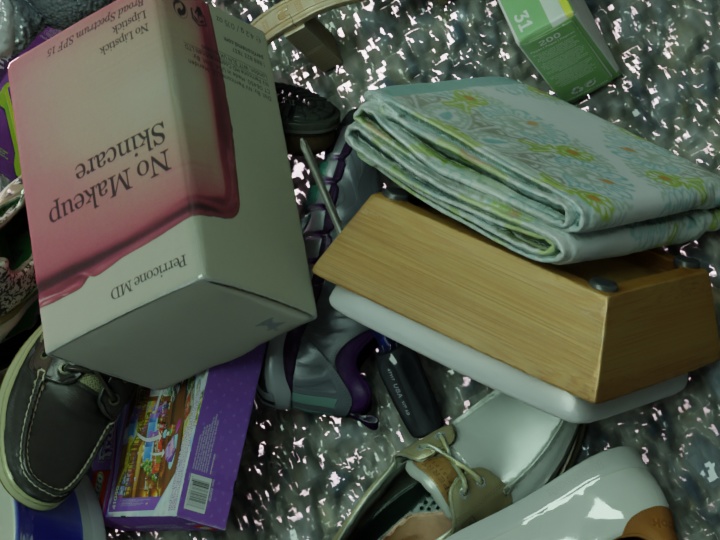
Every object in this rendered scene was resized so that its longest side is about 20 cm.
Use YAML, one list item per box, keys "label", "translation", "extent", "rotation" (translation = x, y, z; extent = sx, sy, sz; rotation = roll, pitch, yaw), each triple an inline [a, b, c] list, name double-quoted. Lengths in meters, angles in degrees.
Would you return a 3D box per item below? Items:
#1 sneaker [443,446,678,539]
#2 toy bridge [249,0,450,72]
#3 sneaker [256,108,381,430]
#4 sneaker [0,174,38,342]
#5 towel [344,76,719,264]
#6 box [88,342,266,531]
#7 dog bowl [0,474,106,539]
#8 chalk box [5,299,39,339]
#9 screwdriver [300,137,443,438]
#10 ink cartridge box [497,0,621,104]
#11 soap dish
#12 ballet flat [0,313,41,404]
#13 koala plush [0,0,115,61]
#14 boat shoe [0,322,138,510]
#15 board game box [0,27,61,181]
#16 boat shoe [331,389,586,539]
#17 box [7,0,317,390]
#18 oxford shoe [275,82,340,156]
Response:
- label: "sneaker"
  translation: [0.094, 0.187, 1.430]
  extent: [0.200, 0.073, 0.085]
  rotation: [-34, 59, 9]
- label: "toy bridge"
  translation: [-0.036, -0.155, 1.613]
  extent: [0.200, 0.067, 0.027]
  rotation: [-27, 63, 14]
- label: "sneaker"
  translation: [0.000, 0.000, 1.556]
  extent: [0.087, 0.074, 0.200]
  rotation: [16, 80, 4]
- label: "sneaker"
  translation: [-0.205, -0.027, 1.565]
  extent: [0.077, 0.200, 0.089]
  rotation: [38, 129, -5]
- label: "towel"
  translation: [0.106, -0.059, 1.447]
  extent: [0.171, 0.200, 0.048]
  rotation: [31, 113, 29]
- label: "box"
  translation: [-0.110, 0.064, 1.550]
  extent: [0.137, 0.039, 0.200]
  rotation: [-9, 65, 58]
- label: "dog bowl"
  translation: [-0.258, 0.195, 1.560]
  extent: [0.200, 0.079, 0.200]
  rotation: [-17, 62, 37]
- label: "chalk box"
  translation: [-0.314, 0.014, 1.633]
  extent: [0.124, 0.200, 0.125]
  rotation: [-10, 62, 57]
- label: "screwdriver"
  translation: [0.001, 0.011, 1.504]
  extent: [0.028, 0.029, 0.200]
  rotation: [-29, 97, -25]
- label: "ink cartridge box"
  translation: [0.089, -0.203, 1.494]
  extent: [0.048, 0.200, 0.146]
  rotation: [-28, 63, 11]
- label: "soap dish"
  translation: [0.097, 0.010, 1.442]
  extent: [0.200, 0.157, 0.081]
  rotation: [25, 110, 30]
- label: "ballet flat"
  translation: [-0.231, 0.060, 1.560]
  extent: [0.067, 0.200, 0.046]
  rotation: [-1, 104, 33]
- label: "koala plush"
  translation: [-0.213, -0.248, 1.684]
  extent: [0.177, 0.184, 0.200]
  rotation: [-20, 76, -16]
- label: "boat shoe"
  translation: [-0.169, 0.053, 1.522]
  extent: [0.065, 0.073, 0.200]
  rotation: [-28, 39, 48]
- label: "board game box"
  translation: [-0.219, -0.119, 1.709]
  extent: [0.200, 0.032, 0.120]
  rotation: [34, 93, 29]
- label: "boat shoe"
  translation: [0.057, 0.132, 1.470]
  extent: [0.200, 0.068, 0.075]
  rotation: [-49, 60, 3]
- label: "box"
  translation: [-0.121, -0.049, 1.467]
  extent: [0.128, 0.109, 0.200]
  rotation: [-26, 62, 29]
- label: "oxford shoe"
  translation: [-0.088, -0.076, 1.585]
  extent: [0.200, 0.073, 0.085]
  rotation: [-1, 104, 42]
